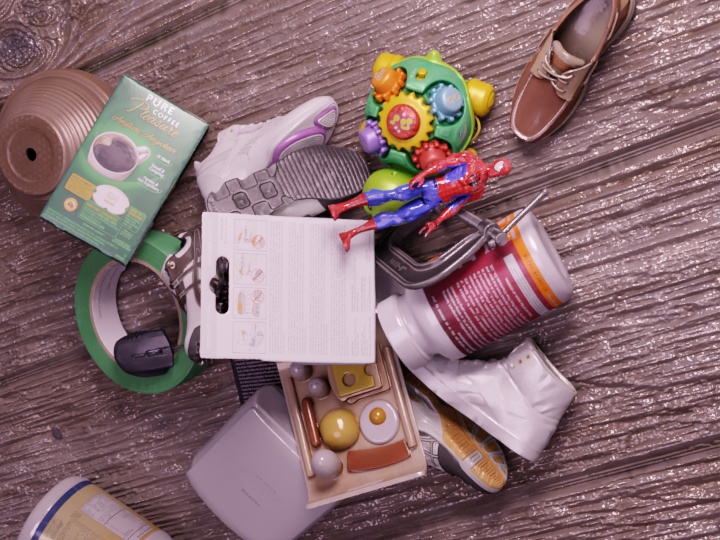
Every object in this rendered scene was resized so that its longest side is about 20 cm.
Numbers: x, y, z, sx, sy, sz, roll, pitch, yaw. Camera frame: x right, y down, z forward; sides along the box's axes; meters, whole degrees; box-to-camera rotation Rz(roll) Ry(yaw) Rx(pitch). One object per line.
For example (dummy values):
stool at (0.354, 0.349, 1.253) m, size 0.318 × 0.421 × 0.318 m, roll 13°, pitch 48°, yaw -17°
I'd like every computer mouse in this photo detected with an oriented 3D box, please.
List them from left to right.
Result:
computer mouse at (-0.223, 0.096, 1.609) m, size 0.199 × 0.034 × 0.059 m, roll -10°, pitch 96°, yaw 32°

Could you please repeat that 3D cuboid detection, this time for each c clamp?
c clamp at (0.099, -0.042, 1.467) m, size 0.171 × 0.200 × 0.027 m, roll -43°, pitch 116°, yaw -9°

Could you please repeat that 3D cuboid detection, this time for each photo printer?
photo printer at (-0.114, 0.251, 1.634) m, size 0.166 × 0.069 × 0.200 m, roll 44°, pitch 128°, yaw -1°

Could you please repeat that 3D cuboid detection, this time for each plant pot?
plant pot at (-0.385, -0.149, 1.671) m, size 0.200 × 0.093 × 0.202 m, roll 5°, pitch 104°, yaw 21°

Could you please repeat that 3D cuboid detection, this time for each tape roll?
tape roll at (-0.267, 0.051, 1.673) m, size 0.200 × 0.048 × 0.202 m, roll 8°, pitch 106°, yaw 30°

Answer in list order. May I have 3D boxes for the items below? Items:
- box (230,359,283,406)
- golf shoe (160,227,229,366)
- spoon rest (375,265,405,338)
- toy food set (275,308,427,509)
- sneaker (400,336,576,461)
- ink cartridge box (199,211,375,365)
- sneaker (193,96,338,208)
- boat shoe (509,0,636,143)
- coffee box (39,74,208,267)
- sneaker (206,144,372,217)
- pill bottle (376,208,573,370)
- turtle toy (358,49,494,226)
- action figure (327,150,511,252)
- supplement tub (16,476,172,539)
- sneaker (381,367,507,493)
box at (-0.096, 0.090, 1.627) m, size 0.142 × 0.036 × 0.201 m, roll -8°, pitch 99°, yaw 32°
golf shoe at (-0.190, 0.029, 1.555) m, size 0.094 × 0.201 × 0.078 m, roll 3°, pitch 134°, yaw 8°
spoon rest at (0.000, 0.000, 1.564) m, size 0.200 × 0.061 × 0.100 m, roll 41°, pitch 113°, yaw 10°
toy food set at (-0.018, 0.156, 1.522) m, size 0.143 × 0.060 × 0.201 m, roll -18°, pitch 73°, yaw 9°
sneaker at (0.150, 0.113, 1.530) m, size 0.200 × 0.074 × 0.116 m, roll 35°, pitch 100°, yaw 13°
ink cartridge box at (-0.081, 0.021, 1.475) m, size 0.199 × 0.057 × 0.163 m, roll 2°, pitch 82°, yaw -15°
sneaker at (-0.117, -0.151, 1.572) m, size 0.200 × 0.075 × 0.100 m, roll -36°, pitch 63°, yaw 13°
boat shoe at (0.215, -0.224, 1.424) m, size 0.076 × 0.072 × 0.201 m, roll 33°, pitch 111°, yaw 12°
coffee box at (-0.280, -0.119, 1.605) m, size 0.123 × 0.044 × 0.201 m, roll 29°, pitch 85°, yaw -2°
sneaker at (-0.084, -0.084, 1.543) m, size 0.199 × 0.089 × 0.074 m, roll -17°, pitch 69°, yaw -14°
pill bottle at (0.123, 0.026, 1.474) m, size 0.199 × 0.113 × 0.113 m, roll -30°, pitch 89°, yaw 13°
turtle toy at (0.057, -0.146, 1.488) m, size 0.145 × 0.101 × 0.201 m, roll 19°, pitch 107°, yaw 17°
action figure at (0.068, -0.078, 1.438) m, size 0.199 × 0.052 × 0.066 m, roll -22°, pitch 115°, yaw -1°
supplement tub at (-0.329, 0.374, 1.729) m, size 0.199 × 0.144 × 0.145 m, roll 31°, pitch 111°, yaw 13°
sneaker at (0.084, 0.201, 1.573) m, size 0.200 × 0.076 × 0.088 m, roll 40°, pitch 119°, yaw 20°
